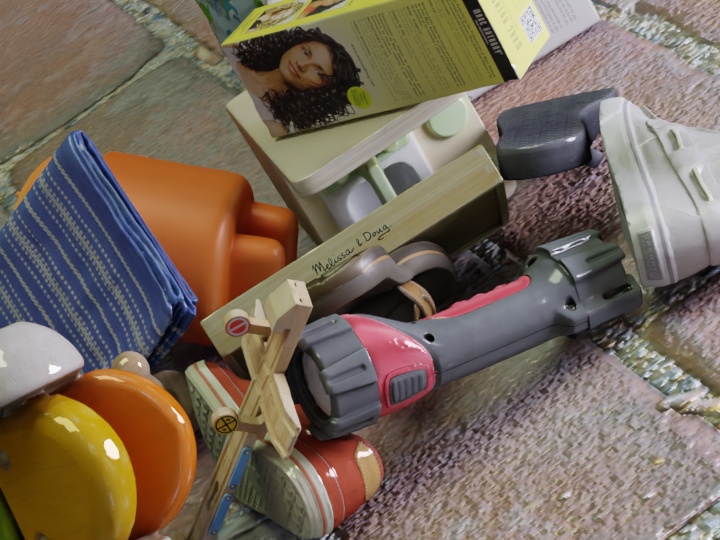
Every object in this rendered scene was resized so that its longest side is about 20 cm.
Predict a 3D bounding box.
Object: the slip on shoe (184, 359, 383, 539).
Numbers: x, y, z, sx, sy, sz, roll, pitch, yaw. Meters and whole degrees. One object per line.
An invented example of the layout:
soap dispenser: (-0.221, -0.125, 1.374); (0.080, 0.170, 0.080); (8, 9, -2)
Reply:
slip on shoe: (-0.047, 0.098, 1.638); (0.061, 0.075, 0.200); (-24, 23, -19)

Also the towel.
towel: (-0.187, 0.026, 1.772); (0.024, 0.145, 0.200); (-15, -27, -47)

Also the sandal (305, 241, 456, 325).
sandal: (0.015, 0.023, 1.658); (0.081, 0.055, 0.200); (-34, -9, 8)

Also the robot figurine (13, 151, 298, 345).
robot figurine: (-0.143, -0.016, 1.853); (0.199, 0.117, 0.145); (10, 73, 8)

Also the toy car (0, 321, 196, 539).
toy car: (-0.171, 0.117, 1.557); (0.199, 0.176, 0.150); (-24, 2, 41)

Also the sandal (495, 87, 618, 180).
sandal: (0.119, -0.076, 1.768); (0.076, 0.043, 0.200); (-10, 12, 16)

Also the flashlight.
flashlight: (0.054, 0.031, 1.586); (0.199, 0.068, 0.068); (-23, -3, -24)

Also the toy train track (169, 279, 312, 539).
toy train track: (-0.076, 0.091, 1.566); (0.115, 0.032, 0.201); (-111, 37, -52)

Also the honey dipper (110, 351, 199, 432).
honey dipper: (-0.122, 0.069, 1.683); (0.038, 0.038, 0.200); (-32, -12, -2)

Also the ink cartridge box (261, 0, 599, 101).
ink cartridge box: (0.037, -0.202, 2.014); (0.199, 0.148, 0.145); (-31, 23, 0)

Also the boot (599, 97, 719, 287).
boot: (0.195, -0.053, 1.654); (0.095, 0.074, 0.200); (-14, 27, 4)

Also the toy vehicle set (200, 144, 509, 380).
toy vehicle set: (0.000, 0.000, 1.733); (0.199, 0.027, 0.124); (-32, -12, -3)

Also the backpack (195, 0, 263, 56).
backpack: (-0.044, -0.253, 2.212); (0.183, 0.147, 0.200); (-39, 22, -22)

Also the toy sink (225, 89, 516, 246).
toy sink: (0.013, -0.074, 1.838); (0.130, 0.112, 0.200); (-34, 23, -4)

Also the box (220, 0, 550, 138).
box: (0.013, -0.139, 1.737); (0.199, 0.076, 0.050); (-13, 28, 39)
